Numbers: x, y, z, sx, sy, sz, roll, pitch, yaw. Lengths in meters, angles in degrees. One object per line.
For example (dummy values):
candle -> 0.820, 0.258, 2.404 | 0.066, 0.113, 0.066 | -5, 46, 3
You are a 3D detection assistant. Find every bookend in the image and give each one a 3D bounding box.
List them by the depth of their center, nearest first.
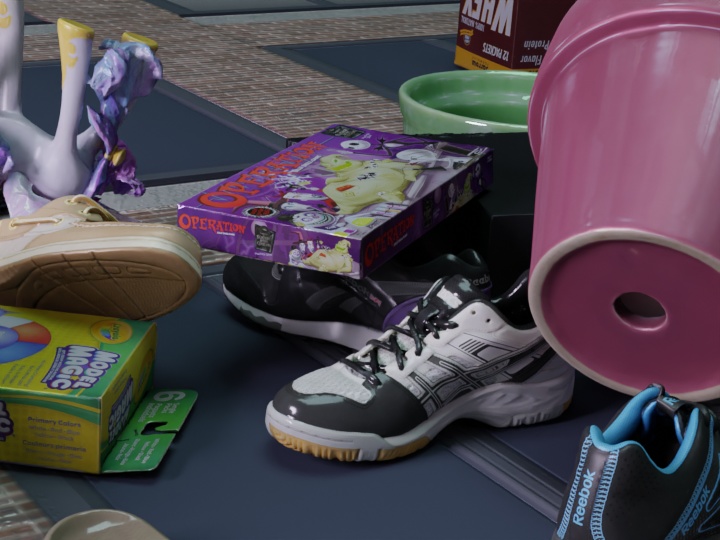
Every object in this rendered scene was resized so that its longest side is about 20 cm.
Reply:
bookend -> 0.063, -0.021, 1.057 | 0.197, 0.093, 0.200 | -3, 21, -13

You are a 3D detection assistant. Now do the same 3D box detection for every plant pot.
plant pot -> 0.174, -0.037, 0.844 | 0.198, 0.201, 0.180 | 10, 49, 18

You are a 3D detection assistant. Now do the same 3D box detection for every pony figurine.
pony figurine -> -0.203, -0.067, 1.042 | 0.191, 0.202, 0.167 | 20, 13, 0

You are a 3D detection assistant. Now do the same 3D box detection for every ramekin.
ramekin -> 0.126, -0.092, 1.260 | 0.198, 0.099, 0.200 | 3, 19, -1

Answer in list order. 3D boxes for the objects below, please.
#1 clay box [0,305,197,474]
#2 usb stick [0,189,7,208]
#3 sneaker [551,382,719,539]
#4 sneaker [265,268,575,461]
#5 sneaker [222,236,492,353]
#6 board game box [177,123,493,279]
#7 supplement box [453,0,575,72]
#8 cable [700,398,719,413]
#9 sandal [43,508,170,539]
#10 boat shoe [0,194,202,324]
clay box -> -0.193, 0.058, 0.847 | 0.198, 0.048, 0.115 | 5, 19, 5
usb stick -> -0.306, -0.055, 1.174 | 0.055, 0.033, 0.199 | 8, 19, 33
sneaker -> 0.164, 0.094, 0.761 | 0.073, 0.083, 0.199 | 15, 21, 34
sneaker -> 0.034, 0.045, 0.870 | 0.199, 0.088, 0.075 | -11, 26, -33
sneaker -> 0.000, 0.000, 0.988 | 0.199, 0.088, 0.076 | 16, 23, 32
board game box -> -0.009, -0.047, 0.949 | 0.119, 0.033, 0.200 | 6, 21, 24
supplement box -> 0.228, -0.322, 1.781 | 0.196, 0.202, 0.133 | -5, 21, -25
cable -> 0.277, 0.097, 0.868 | 0.198, 0.051, 0.097 | -8, 27, 2
sandal -> -0.069, 0.134, 0.642 | 0.080, 0.055, 0.199 | -12, 25, -39
boat shoe -> -0.171, -0.010, 0.912 | 0.198, 0.074, 0.070 | -7, 51, 31
